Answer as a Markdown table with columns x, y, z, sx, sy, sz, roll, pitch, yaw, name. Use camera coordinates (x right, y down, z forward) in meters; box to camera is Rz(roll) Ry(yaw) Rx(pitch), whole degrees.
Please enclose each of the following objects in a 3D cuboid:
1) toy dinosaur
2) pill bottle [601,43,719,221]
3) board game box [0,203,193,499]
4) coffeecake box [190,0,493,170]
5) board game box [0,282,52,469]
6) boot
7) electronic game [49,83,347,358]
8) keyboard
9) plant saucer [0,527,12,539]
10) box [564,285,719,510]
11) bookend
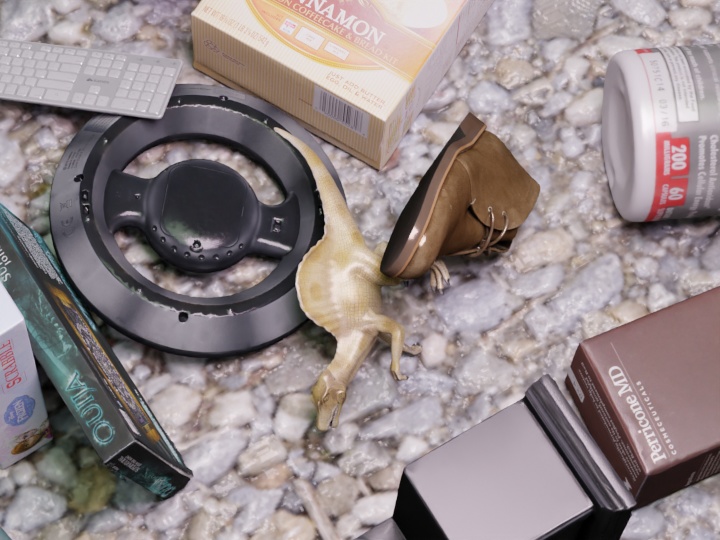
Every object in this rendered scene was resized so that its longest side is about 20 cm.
| x | y | z | sx | sy | sz | roll | pitch | yaw | name |
| --- | --- | --- | --- | --- | --- | --- | --- | --- | --- |
| 0.000 | 0.000 | 1.504 | 0.101 | 0.058 | 0.202 | 4 | 74 | -32 | toy dinosaur |
| 0.267 | -0.095 | 1.556 | 0.198 | 0.114 | 0.115 | -5 | 66 | -5 | pill bottle |
| -0.180 | 0.045 | 1.451 | 0.028 | 0.135 | 0.201 | -35 | 71 | 1 | board game box |
| 0.001 | -0.195 | 1.606 | 0.153 | 0.073 | 0.201 | 29 | 66 | 10 | coffeecake box |
| -0.261 | 0.001 | 1.430 | 0.041 | 0.200 | 0.200 | -30 | 72 | -14 | board game box |
| 0.068 | -0.037 | 1.499 | 0.075 | 0.074 | 0.200 | 38 | 29 | -1 | boot |
| -0.105 | -0.035 | 1.543 | 0.198 | 0.042 | 0.201 | 5 | 62 | -10 | electronic game |
| -0.220 | -0.132 | 1.571 | 0.198 | 0.011 | 0.056 | 8 | 43 | 11 | keyboard |
| -0.289 | 0.199 | 1.399 | 0.198 | 0.036 | 0.201 | 7 | 51 | -8 | plant saucer |
| 0.242 | 0.064 | 1.505 | 0.199 | 0.075 | 0.101 | -22 | 69 | -11 | box |
| 0.042 | 0.179 | 1.369 | 0.198 | 0.200 | 0.092 | -28 | 70 | -16 | bookend |
